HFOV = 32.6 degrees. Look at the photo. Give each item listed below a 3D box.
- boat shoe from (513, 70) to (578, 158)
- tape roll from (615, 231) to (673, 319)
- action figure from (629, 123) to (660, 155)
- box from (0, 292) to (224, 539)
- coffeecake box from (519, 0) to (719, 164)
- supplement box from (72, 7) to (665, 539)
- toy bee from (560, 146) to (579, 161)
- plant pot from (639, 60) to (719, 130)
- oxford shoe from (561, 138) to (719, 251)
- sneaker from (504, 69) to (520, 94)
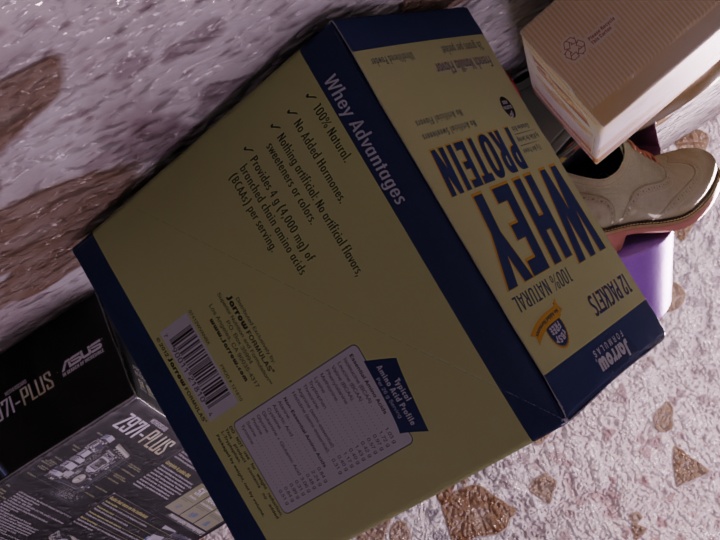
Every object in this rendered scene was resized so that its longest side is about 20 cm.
[{"bbox_3d":[0.130,-0.110,0.894,0.199,0.076,0.060,-32,168,10],"label":"boat shoe"},{"bbox_3d":[0.141,-0.009,0.959,0.198,0.066,0.200,-3,-160,1],"label":"tape roll"},{"bbox_3d":[0.186,-0.096,1.175,0.199,0.135,0.149,-6,154,34],"label":"action figure"},{"bbox_3d":[-0.179,0.128,0.825,0.163,0.086,0.200,-32,146,5],"label":"box"},{"bbox_3d":[0.181,-0.150,0.749,0.153,0.073,0.200,-41,173,7],"label":"coffeecake box"},{"bbox_3d":[0.003,0.011,0.614,0.199,0.201,0.134,-34,174,33],"label":"supplement box"},{"bbox_3d":[0.154,-0.069,1.093,0.200,0.130,0.109,106,-4,-61],"label":"toy bee"},{"bbox_3d":[0.244,-0.164,0.945,0.200,0.028,0.200,-41,-168,10],"label":"plant pot"},{"bbox_3d":[0.201,-0.067,0.900,0.199,0.074,0.070,-23,-151,-39],"label":"oxford shoe"},{"bbox_3d":[0.048,-0.088,0.769,0.071,0.113,0.199,-32,145,30],"label":"sneaker"}]
